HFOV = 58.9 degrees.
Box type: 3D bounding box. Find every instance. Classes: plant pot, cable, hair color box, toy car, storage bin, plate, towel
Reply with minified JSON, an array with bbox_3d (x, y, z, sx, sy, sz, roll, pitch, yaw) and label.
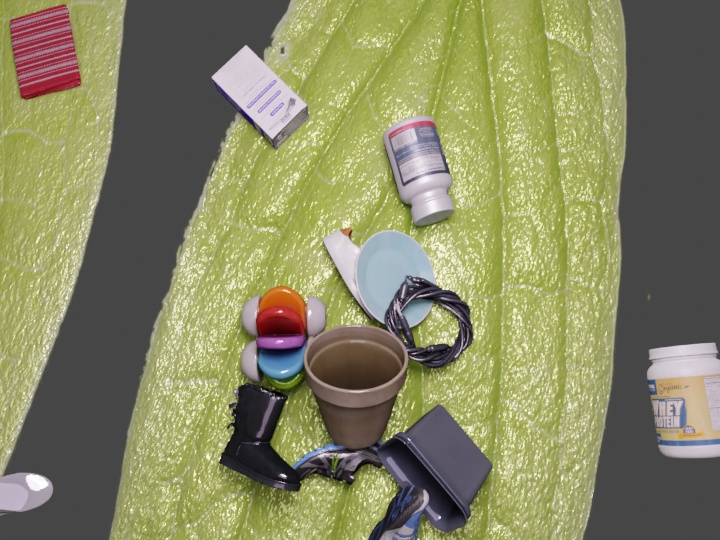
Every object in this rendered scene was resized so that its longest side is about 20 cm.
[{"bbox_3d":[-0.008,0.232,1.207,0.194,0.201,0.177,0,118,0],"label":"plant pot"},{"bbox_3d":[0.144,0.110,1.276,0.197,0.051,0.166,30,64,-17],"label":"cable"},{"bbox_3d":[-0.218,-0.379,1.398,0.109,0.065,0.200,-44,80,-8],"label":"hair color box"},{"bbox_3d":[-0.153,0.130,1.253,0.170,0.150,0.206,-1,79,0],"label":"toy car"},{"bbox_3d":[0.148,0.370,1.223,0.133,0.146,0.201,-35,79,-36],"label":"storage bin"},{"bbox_3d":[0.069,0.019,1.306,0.196,0.025,0.206,9,73,-30],"label":"plate"},{"bbox_3d":[-0.713,-0.495,1.444,0.141,0.023,0.205,-15,77,-1],"label":"towel"}]

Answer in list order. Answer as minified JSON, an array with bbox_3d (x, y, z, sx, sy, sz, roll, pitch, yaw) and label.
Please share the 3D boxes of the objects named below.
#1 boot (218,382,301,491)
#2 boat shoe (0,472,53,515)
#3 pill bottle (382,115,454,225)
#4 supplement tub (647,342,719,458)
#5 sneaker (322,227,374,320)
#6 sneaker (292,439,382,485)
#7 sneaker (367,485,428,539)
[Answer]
[{"bbox_3d":[-0.179,0.317,1.230,0.194,0.073,0.166,12,79,28],"label":"boot"},{"bbox_3d":[-0.703,0.443,1.237,0.195,0.066,0.074,-9,75,-24],"label":"boat shoe"},{"bbox_3d":[0.126,-0.205,1.334,0.117,0.120,0.205,-15,80,-3],"label":"pill bottle"},{"bbox_3d":[0.636,0.249,1.230,0.141,0.145,0.206,-5,78,-1],"label":"supplement tub"},{"bbox_3d":[0.000,0.000,1.317,0.083,0.073,0.203,-28,79,-3],"label":"sneaker"},{"bbox_3d":[-0.047,0.380,1.244,0.195,0.071,0.085,-14,73,-6],"label":"sneaker"},{"bbox_3d":[0.081,0.482,1.198,0.076,0.076,0.202,26,119,-5],"label":"sneaker"}]
